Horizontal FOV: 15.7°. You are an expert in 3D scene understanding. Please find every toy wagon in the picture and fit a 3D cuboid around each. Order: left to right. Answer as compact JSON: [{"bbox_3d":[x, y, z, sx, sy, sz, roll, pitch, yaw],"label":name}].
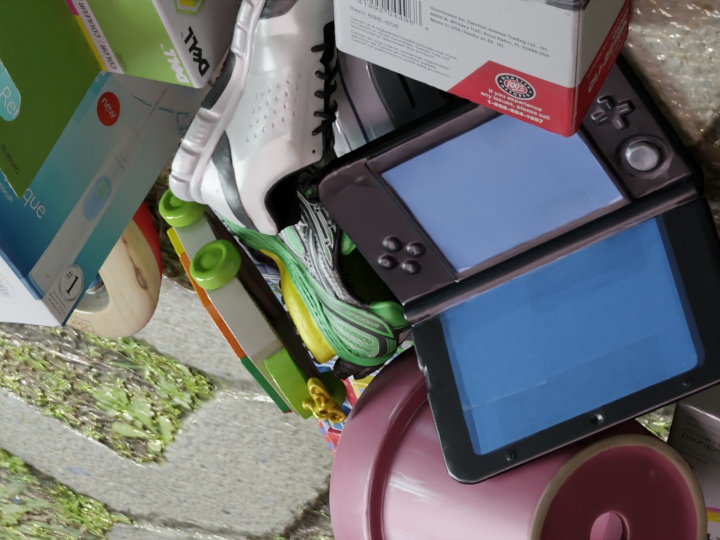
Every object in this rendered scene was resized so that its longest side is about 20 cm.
[{"bbox_3d":[-0.064,0.034,1.660,0.155,0.039,0.200,52,-175,-41],"label":"toy wagon"}]

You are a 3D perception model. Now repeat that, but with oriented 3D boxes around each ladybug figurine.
[{"bbox_3d":[-0.196,-0.030,1.804,0.135,0.072,0.200,16,147,23],"label":"ladybug figurine"}]

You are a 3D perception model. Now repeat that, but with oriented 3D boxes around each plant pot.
[{"bbox_3d":[0.107,0.146,1.581,0.200,0.200,0.179,46,165,-27],"label":"plant pot"}]

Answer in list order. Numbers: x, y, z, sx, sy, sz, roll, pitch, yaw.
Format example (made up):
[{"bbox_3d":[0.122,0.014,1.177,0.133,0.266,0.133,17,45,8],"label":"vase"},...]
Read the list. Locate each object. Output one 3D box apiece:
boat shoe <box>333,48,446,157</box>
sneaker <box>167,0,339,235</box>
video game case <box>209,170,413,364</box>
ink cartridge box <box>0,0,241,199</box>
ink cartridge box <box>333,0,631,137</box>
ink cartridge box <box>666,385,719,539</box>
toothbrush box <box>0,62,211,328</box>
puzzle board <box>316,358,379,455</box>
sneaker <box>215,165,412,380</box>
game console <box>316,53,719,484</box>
[{"bbox_3d":[0.019,-0.077,1.553,0.067,0.074,0.201,10,133,38],"label":"boat shoe"},{"bbox_3d":[-0.036,-0.109,1.469,0.080,0.074,0.201,34,122,16],"label":"sneaker"},{"bbox_3d":[0.000,0.000,1.728,0.199,0.023,0.183,5,142,36],"label":"video game case"},{"bbox_3d":[-0.139,-0.153,1.434,0.075,0.200,0.148,11,146,30],"label":"ink cartridge box"},{"bbox_3d":[0.063,-0.179,1.331,0.144,0.084,0.200,22,151,15],"label":"ink cartridge box"},{"bbox_3d":[0.264,0.127,1.622,0.145,0.083,0.200,23,150,13],"label":"ink cartridge box"},{"bbox_3d":[-0.197,-0.088,1.587,0.085,0.200,0.147,3,140,37],"label":"toothbrush box"},{"bbox_3d":[0.035,0.133,1.906,0.150,0.017,0.200,12,146,30],"label":"puzzle board"},{"bbox_3d":[-0.025,-0.037,1.605,0.200,0.078,0.085,56,137,6],"label":"sneaker"},{"bbox_3d":[0.094,-0.003,1.467,0.199,0.117,0.176,-25,123,23],"label":"game console"}]
